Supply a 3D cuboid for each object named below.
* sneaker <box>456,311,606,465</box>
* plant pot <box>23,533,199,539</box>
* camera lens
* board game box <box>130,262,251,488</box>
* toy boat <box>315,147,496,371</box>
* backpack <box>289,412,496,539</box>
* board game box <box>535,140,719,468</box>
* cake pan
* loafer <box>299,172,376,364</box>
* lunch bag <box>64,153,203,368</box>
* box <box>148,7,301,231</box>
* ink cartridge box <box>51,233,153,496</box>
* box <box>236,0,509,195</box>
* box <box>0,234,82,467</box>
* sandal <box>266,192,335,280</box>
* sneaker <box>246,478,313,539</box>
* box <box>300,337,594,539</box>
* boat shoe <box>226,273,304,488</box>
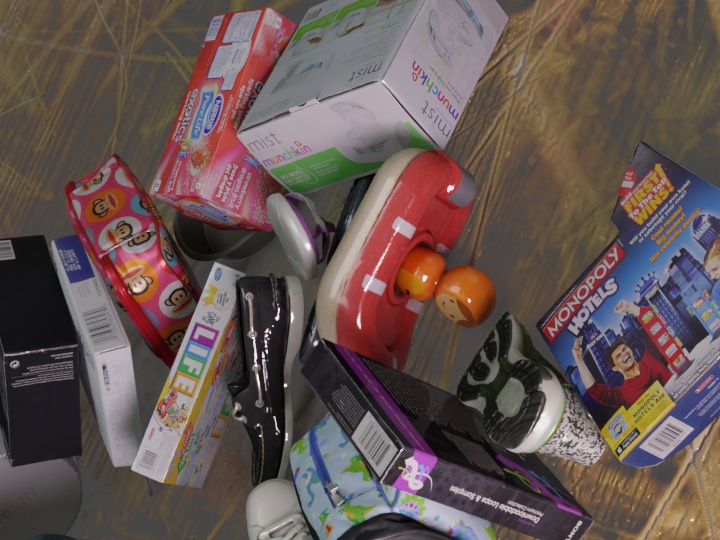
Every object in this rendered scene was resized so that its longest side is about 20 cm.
[{"bbox_3d":[0.132,0.099,1.194,0.077,0.088,0.200,-54,16,12],"label":"sneaker"},{"bbox_3d":[-0.204,0.320,1.383,0.195,0.200,0.202,-15,58,36],"label":"plant pot"},{"bbox_3d":[-0.393,0.196,1.693,0.161,0.159,0.200,-55,38,11],"label":"camera lens"},{"bbox_3d":[-0.143,0.101,1.480,0.034,0.134,0.201,20,85,12],"label":"board game box"},{"bbox_3d":[0.054,0.007,1.325,0.130,0.130,0.201,28,92,24],"label":"toy boat"},{"bbox_3d":[0.022,0.185,1.224,0.154,0.163,0.200,-53,31,-1],"label":"backpack"},{"bbox_3d":[0.227,0.010,1.141,0.200,0.061,0.200,-49,38,20],"label":"board game box"},{"bbox_3d":[-0.120,-0.098,1.639,0.200,0.037,0.202,-27,50,38],"label":"cake pan"},{"bbox_3d":[0.000,0.000,1.435,0.072,0.063,0.201,131,158,-70],"label":"loafer"},{"bbox_3d":[-0.211,-0.003,1.584,0.082,0.177,0.200,-32,44,-2],"label":"lunch bag"},{"bbox_3d":[-0.116,-0.146,1.551,0.099,0.095,0.201,4,71,52],"label":"box"},{"bbox_3d":[-0.261,0.098,1.590,0.200,0.040,0.201,-123,23,-49],"label":"ink cartridge box"},{"bbox_3d":[0.009,-0.179,1.442,0.199,0.097,0.177,-14,40,45],"label":"box"},{"bbox_3d":[-0.336,0.077,1.601,0.200,0.078,0.142,-120,31,-50],"label":"box"},{"bbox_3d":[-0.050,-0.038,1.442,0.050,0.083,0.203,-28,3,-5],"label":"sandal"},{"bbox_3d":[-0.041,0.235,1.252,0.072,0.085,0.201,-30,54,-3],"label":"sneaker"},{"bbox_3d":[0.063,0.128,1.155,0.036,0.199,0.143,-57,37,13],"label":"box"},{"bbox_3d":[-0.090,0.102,1.416,0.074,0.060,0.202,-138,52,-70],"label":"boat shoe"}]
